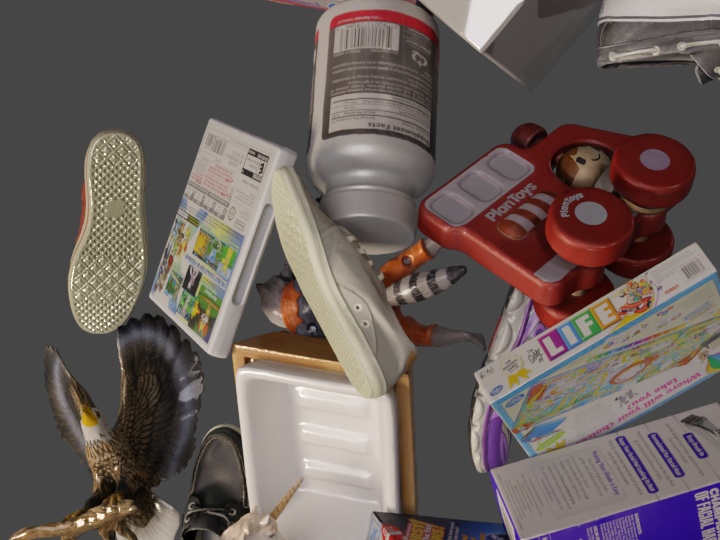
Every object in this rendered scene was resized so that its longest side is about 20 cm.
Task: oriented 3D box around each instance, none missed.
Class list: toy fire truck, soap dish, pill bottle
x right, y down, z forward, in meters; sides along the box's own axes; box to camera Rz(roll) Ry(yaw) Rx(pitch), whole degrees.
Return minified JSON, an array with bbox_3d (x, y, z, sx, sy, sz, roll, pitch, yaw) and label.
[{"bbox_3d":[0.167,-0.057,1.109,0.168,0.112,0.200,36,58,26],"label":"toy fire truck"},{"bbox_3d":[-0.023,0.148,1.167,0.157,0.081,0.200,8,123,19],"label":"soap dish"},{"bbox_3d":[0.010,-0.121,1.154,0.110,0.111,0.201,-4,68,18],"label":"pill bottle"}]

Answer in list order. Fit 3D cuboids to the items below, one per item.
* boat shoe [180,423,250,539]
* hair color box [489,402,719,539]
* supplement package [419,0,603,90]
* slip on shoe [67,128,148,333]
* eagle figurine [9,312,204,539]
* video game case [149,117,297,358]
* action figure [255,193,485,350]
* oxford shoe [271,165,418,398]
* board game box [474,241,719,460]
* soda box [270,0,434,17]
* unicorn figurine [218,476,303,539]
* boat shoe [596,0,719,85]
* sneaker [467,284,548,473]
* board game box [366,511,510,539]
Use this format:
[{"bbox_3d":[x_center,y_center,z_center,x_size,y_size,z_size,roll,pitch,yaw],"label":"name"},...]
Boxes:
[{"bbox_3d":[-0.133,0.243,1.244,0.074,0.066,0.200,6,90,19],"label":"boat shoe"},{"bbox_3d":[0.214,0.180,1.075,0.199,0.109,0.065,-17,113,-1],"label":"hair color box"},{"bbox_3d":[0.116,-0.242,1.105,0.120,0.200,0.121,43,101,14],"label":"supplement package"},{"bbox_3d":[-0.239,-0.038,1.294,0.074,0.061,0.201,3,103,-13],"label":"slip on shoe"},{"bbox_3d":[-0.229,0.154,1.259,0.151,0.200,0.151,13,134,-14],"label":"eagle figurine"},{"bbox_3d":[-0.126,-0.035,1.202,0.022,0.200,0.183,17,96,-26],"label":"video game case"},{"bbox_3d":[0.000,0.000,1.191,0.193,0.105,0.201,-11,86,8],"label":"action figure"},{"bbox_3d":[-0.014,0.005,1.077,0.058,0.075,0.200,-24,77,-16],"label":"oxford shoe"},{"bbox_3d":[0.204,0.075,1.089,0.200,0.135,0.034,-31,49,5],"label":"board game box"},{"bbox_3d":[-0.029,-0.273,1.225,0.199,0.063,0.070,13,92,19],"label":"soda box"},{"bbox_3d":[-0.116,0.279,1.155,0.200,0.074,0.138,-20,105,17],"label":"unicorn figurine"},{"bbox_3d":[0.291,-0.186,1.114,0.199,0.072,0.068,6,88,21],"label":"boat shoe"},{"bbox_3d":[0.146,0.084,1.155,0.083,0.081,0.200,20,98,5],"label":"sneaker"},{"bbox_3d":[0.093,0.263,1.078,0.199,0.200,0.062,11,111,7],"label":"board game box"}]
